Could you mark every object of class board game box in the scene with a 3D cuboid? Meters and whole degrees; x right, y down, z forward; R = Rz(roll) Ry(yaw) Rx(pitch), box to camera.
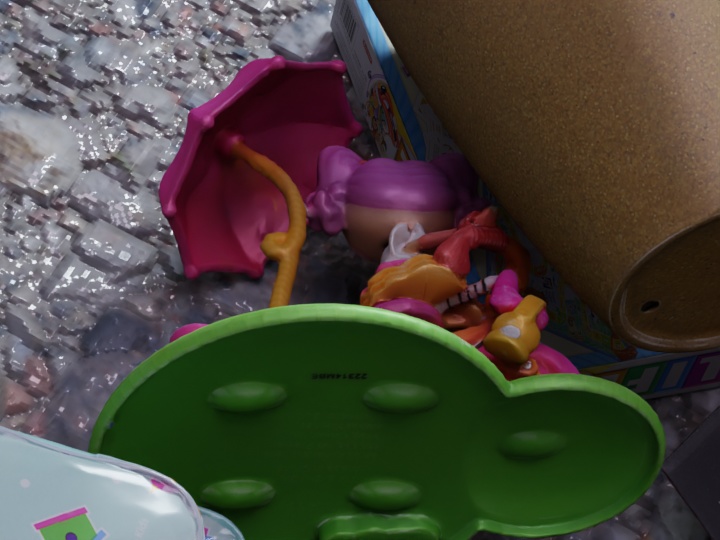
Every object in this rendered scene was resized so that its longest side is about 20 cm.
[{"bbox_3d":[0.082,-0.040,1.135,0.134,0.034,0.201,-9,59,-19],"label":"board game box"}]

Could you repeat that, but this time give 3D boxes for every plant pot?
[{"bbox_3d":[0.104,-0.079,1.027,0.185,0.187,0.201,-7,56,-18],"label":"plant pot"}]

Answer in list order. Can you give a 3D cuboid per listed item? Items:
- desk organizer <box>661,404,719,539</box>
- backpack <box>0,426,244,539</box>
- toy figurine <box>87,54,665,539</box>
[{"bbox_3d":[0.208,0.031,1.010,0.077,0.200,0.072,0,48,-53],"label":"desk organizer"},{"bbox_3d":[-0.145,0.133,0.893,0.199,0.154,0.177,12,59,3],"label":"backpack"},{"bbox_3d":[0.000,0.000,1.030,0.199,0.151,0.185,0,47,-6],"label":"toy figurine"}]
